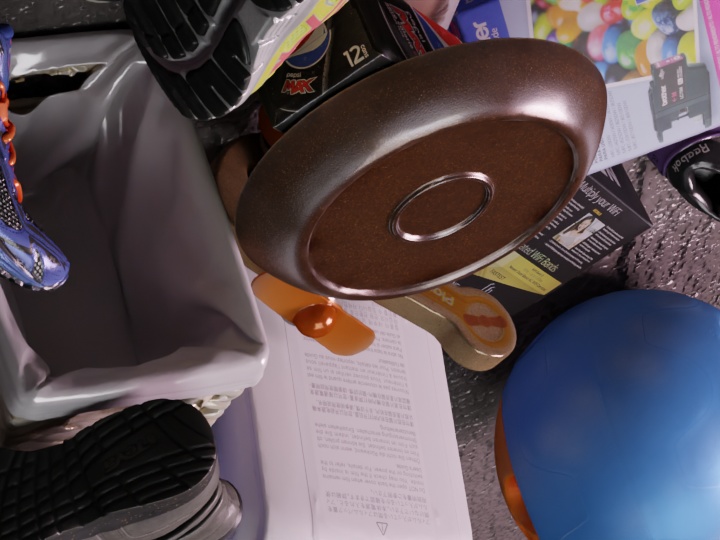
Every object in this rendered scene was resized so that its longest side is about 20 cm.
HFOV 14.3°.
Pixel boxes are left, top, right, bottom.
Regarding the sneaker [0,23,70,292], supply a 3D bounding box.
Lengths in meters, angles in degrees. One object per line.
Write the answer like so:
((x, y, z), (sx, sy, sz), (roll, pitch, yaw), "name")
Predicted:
((-0.185, -0.078, 1.311), (0.078, 0.201, 0.075), (-32, -165, -10), "sneaker")

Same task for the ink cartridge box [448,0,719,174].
((0.123, -0.115, 1.552), (0.199, 0.042, 0.120), (-19, 116, -4), "ink cartridge box")

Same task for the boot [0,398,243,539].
((-0.155, 0.127, 1.388), (0.199, 0.068, 0.131), (-12, 157, -4), "boot")

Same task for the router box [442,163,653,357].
((0.063, -0.034, 1.691), (0.157, 0.052, 0.200), (-32, 151, 15), "router box")

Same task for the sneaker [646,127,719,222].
((0.225, -0.056, 1.739), (0.076, 0.088, 0.200), (-36, 150, 22), "sneaker")

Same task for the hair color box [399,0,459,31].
((0.012, -0.184, 1.386), (0.099, 0.061, 0.200), (-10, 150, -22), "hair color box")

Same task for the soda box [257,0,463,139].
((0.023, -0.084, 1.435), (0.071, 0.064, 0.200), (-33, 151, 18), "soda box")

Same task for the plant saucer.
((0.036, -0.041, 1.420), (0.199, 0.032, 0.201), (-18, 151, -11), "plant saucer")

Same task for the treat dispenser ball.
((0.187, 0.113, 1.883), (0.200, 0.202, 0.201), (-18, 152, -10), "treat dispenser ball")

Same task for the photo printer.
((-0.019, 0.096, 1.597), (0.166, 0.201, 0.069), (11, 150, -40), "photo printer")

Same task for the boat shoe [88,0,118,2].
((-0.091, -0.183, 1.308), (0.074, 0.062, 0.200), (-7, 149, -32), "boat shoe")

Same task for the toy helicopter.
((0.000, 0.000, 1.553), (0.199, 0.133, 0.079), (31, 129, -17), "toy helicopter")

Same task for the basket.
((-0.148, -0.003, 1.439), (0.135, 0.201, 0.123), (-8, 155, -25), "basket")

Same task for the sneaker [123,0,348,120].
((-0.037, -0.134, 1.316), (0.090, 0.078, 0.200), (-31, 179, -36), "sneaker")
